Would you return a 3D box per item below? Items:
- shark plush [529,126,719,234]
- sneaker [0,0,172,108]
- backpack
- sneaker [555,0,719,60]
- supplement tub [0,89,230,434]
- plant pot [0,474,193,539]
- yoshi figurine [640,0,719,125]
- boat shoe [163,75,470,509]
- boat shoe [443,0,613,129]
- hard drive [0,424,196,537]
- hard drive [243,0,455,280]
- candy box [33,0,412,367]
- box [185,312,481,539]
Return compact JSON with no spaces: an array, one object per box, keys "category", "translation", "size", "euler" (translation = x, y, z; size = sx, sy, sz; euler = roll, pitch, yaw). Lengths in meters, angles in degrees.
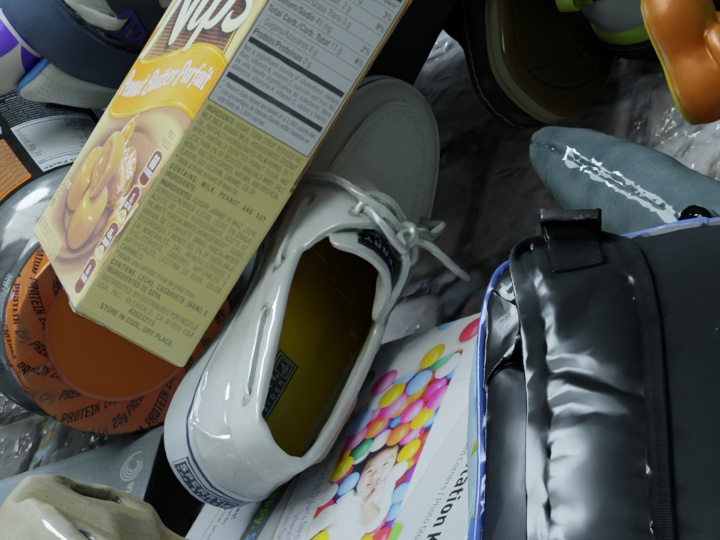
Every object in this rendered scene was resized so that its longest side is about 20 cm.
[{"category":"shark plush","translation":[0.128,0.006,1.019],"size":[0.091,0.083,0.200],"euler":[-43,32,6]},{"category":"sneaker","translation":[-0.114,-0.128,1.220],"size":[0.146,0.200,0.081],"euler":[-40,76,-2]},{"category":"backpack","translation":[0.126,0.090,0.851],"size":[0.183,0.147,0.200],"euler":[-5,43,15]},{"category":"sneaker","translation":[0.142,-0.181,1.205],"size":[0.072,0.083,0.200],"euler":[-1,54,48]},{"category":"supplement tub","translation":[-0.132,-0.008,1.293],"size":[0.123,0.123,0.200],"euler":[-46,29,2]},{"category":"plant pot","translation":[-0.093,0.177,0.948],"size":[0.184,0.200,0.200],"euler":[-62,32,5]},{"category":"yoshi figurine","translation":[0.205,-0.125,1.054],"size":[0.200,0.112,0.112],"euler":[-22,31,24]},{"category":"boat shoe","translation":[-0.004,-0.002,1.102],"size":[0.086,0.075,0.202],"euler":[-21,33,50]},{"category":"boat shoe","translation":[0.066,-0.118,1.247],"size":[0.065,0.073,0.200],"euler":[-35,25,28]},{"category":"hard drive","translation":[-0.161,0.153,1.246],"size":[0.200,0.033,0.140],"euler":[-20,41,36]},{"category":"hard drive","translation":[-0.005,-0.107,1.250],"size":[0.140,0.033,0.200],"euler":[-99,30,-51]},{"category":"candy box","translation":[-0.049,-0.072,1.123],"size":[0.200,0.055,0.115],"euler":[-59,21,6]},{"category":"box","translation":[0.008,0.088,1.066],"size":[0.200,0.041,0.156],"euler":[-18,33,49]}]
